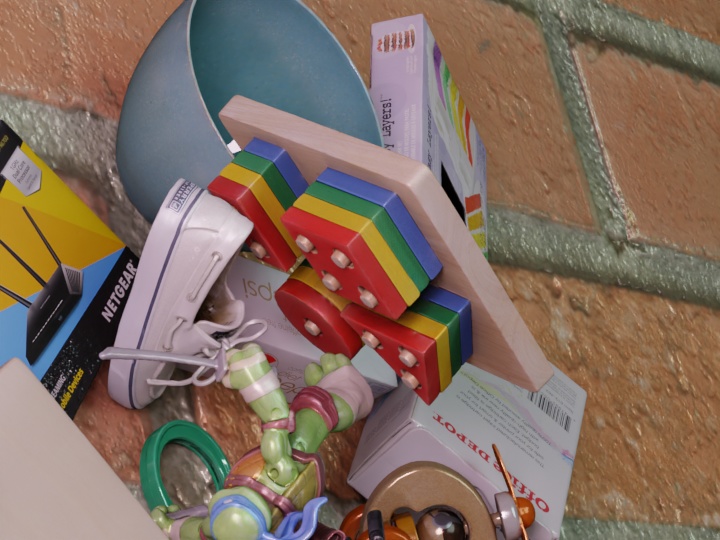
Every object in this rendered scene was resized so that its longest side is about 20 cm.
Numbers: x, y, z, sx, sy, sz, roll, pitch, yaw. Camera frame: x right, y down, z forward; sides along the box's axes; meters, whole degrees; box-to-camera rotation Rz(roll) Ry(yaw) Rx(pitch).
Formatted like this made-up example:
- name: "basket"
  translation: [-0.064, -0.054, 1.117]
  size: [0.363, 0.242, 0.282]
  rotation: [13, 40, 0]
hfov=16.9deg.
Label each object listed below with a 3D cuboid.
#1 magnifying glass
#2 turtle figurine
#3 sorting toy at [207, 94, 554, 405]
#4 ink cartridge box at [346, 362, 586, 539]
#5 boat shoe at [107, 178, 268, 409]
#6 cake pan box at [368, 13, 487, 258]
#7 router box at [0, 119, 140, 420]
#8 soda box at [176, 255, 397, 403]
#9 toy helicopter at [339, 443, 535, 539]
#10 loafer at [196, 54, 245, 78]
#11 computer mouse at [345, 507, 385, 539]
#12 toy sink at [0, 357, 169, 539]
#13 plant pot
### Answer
- name: "magnifying glass"
  translation: [-0.108, 0.194, 1.616]
  size: [0.079, 0.022, 0.201]
  rotation: [21, 48, -45]
- name: "turtle figurine"
  translation: [-0.086, 0.105, 1.534]
  size: [0.194, 0.199, 0.145]
  rotation: [-27, 119, -66]
- name: "sorting toy"
  translation: [0.000, 0.000, 1.558]
  size: [0.070, 0.200, 0.199]
  rotation: [-47, 130, -17]
- name: "ink cartridge box"
  translation: [0.082, 0.124, 1.819]
  size: [0.146, 0.083, 0.200]
  rotation: [40, 30, -11]
- name: "boat shoe"
  translation: [-0.104, 0.030, 1.571]
  size: [0.086, 0.202, 0.075]
  rotation: [26, 43, 5]
- name: "cake pan box"
  translation: [0.055, -0.073, 1.942]
  size: [0.184, 0.052, 0.201]
  rotation: [59, 26, -47]
- name: "router box"
  translation: [-0.229, 0.019, 1.551]
  size: [0.149, 0.051, 0.200]
  rotation: [46, 36, -19]
- name: "soda box"
  translation: [-0.064, 0.045, 1.744]
  size: [0.200, 0.064, 0.068]
  rotation: [21, 50, -45]
- name: "toy helicopter"
  translation: [0.087, 0.214, 1.694]
  size: [0.200, 0.132, 0.079]
  rotation: [49, -1, -11]
- name: "loafer"
  translation: [-0.065, -0.157, 1.883]
  size: [0.200, 0.073, 0.072]
  rotation: [19, 51, -47]
- name: "computer mouse"
  translation: [-0.028, 0.210, 1.579]
  size: [0.046, 0.141, 0.200]
  rotation: [27, 4, 3]
- name: "toy sink"
  translation: [-0.202, 0.178, 1.417]
  size: [0.200, 0.112, 0.130]
  rotation: [51, 34, -6]
- name: "plant pot"
  translation: [-0.098, -0.094, 1.737]
  size: [0.200, 0.134, 0.201]
  rotation: [33, 42, -36]
